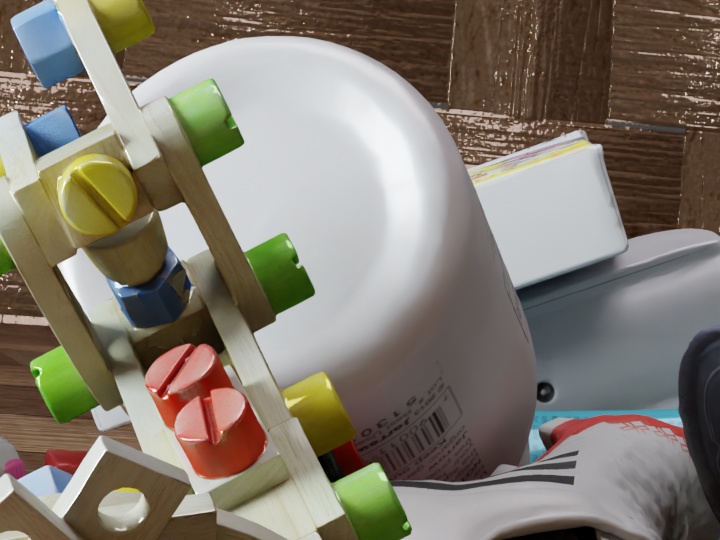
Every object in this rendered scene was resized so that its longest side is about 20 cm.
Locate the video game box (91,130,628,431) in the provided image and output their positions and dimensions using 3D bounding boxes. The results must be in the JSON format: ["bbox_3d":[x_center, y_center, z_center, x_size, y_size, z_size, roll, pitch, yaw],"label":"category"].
[{"bbox_3d":[0.000,0.000,1.083,0.199,0.047,0.182,-19,1,5],"label":"video game box"}]

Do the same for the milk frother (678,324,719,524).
[{"bbox_3d":[0.221,0.063,0.772,0.188,0.181,0.200,-32,47,-19],"label":"milk frother"}]

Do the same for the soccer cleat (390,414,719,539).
[{"bbox_3d":[0.056,0.080,0.768,0.085,0.069,0.200,15,10,37],"label":"soccer cleat"}]

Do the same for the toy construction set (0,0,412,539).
[{"bbox_3d":[-0.042,0.030,0.646,0.092,0.131,0.200,-18,34,9],"label":"toy construction set"}]

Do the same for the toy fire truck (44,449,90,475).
[{"bbox_3d":[-0.105,0.074,0.706,0.140,0.049,0.200,6,1,-13],"label":"toy fire truck"}]

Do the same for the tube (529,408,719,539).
[{"bbox_3d":[0.055,0.076,0.983,0.199,0.078,0.050,2,-25,3],"label":"tube"}]

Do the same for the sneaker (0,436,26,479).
[{"bbox_3d":[-0.196,0.044,0.866,0.199,0.089,0.081,5,1,11],"label":"sneaker"}]

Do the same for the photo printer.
[{"bbox_3d":[0.046,0.044,1.116,0.199,0.070,0.166,-19,1,-2],"label":"photo printer"}]

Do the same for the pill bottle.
[{"bbox_3d":[-0.009,0.025,0.839,0.114,0.115,0.200,5,-21,14],"label":"pill bottle"}]
